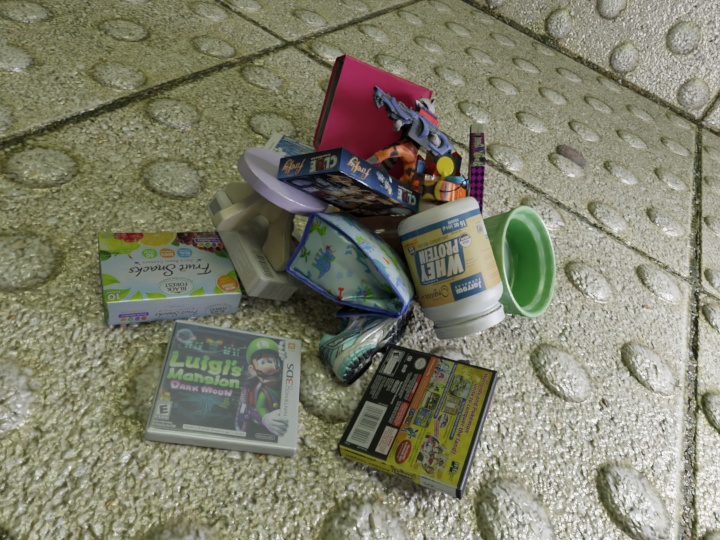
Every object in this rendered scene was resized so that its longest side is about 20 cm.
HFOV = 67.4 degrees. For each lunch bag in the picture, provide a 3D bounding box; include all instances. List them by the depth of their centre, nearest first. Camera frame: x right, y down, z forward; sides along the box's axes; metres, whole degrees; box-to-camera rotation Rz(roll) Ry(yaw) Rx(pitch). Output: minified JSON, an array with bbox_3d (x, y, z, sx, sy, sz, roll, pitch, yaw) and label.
[{"bbox_3d":[0.000,0.000,0.883,0.196,0.130,0.170,30,14,7],"label":"lunch bag"}]

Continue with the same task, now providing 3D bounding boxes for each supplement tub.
[{"bbox_3d":[0.153,-0.004,0.896,0.142,0.143,0.206,-19,91,-37],"label":"supplement tub"}]

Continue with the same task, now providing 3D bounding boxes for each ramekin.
[{"bbox_3d":[0.281,-0.013,1.023,0.196,0.096,0.208,7,80,-43],"label":"ramekin"}]

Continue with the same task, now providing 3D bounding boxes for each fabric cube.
[{"bbox_3d":[0.017,-0.334,1.179,0.193,0.202,0.201,14,17,-14],"label":"fabric cube"}]

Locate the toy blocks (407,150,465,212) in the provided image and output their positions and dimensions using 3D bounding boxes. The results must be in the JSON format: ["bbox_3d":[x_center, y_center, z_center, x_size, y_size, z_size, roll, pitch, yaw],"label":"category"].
[{"bbox_3d":[0.165,-0.192,1.155,0.196,0.142,0.098,0,13,-44],"label":"toy blocks"}]

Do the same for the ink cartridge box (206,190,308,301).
[{"bbox_3d":[-0.160,-0.037,0.944,0.174,0.045,0.203,14,39,-54],"label":"ink cartridge box"}]

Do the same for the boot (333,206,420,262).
[{"bbox_3d":[0.036,-0.086,1.031,0.161,0.073,0.206,-13,60,6],"label":"boot"}]

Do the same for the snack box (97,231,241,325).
[{"bbox_3d":[-0.298,0.006,0.841,0.194,0.054,0.144,-4,49,-30],"label":"snack box"}]

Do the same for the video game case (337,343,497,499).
[{"bbox_3d":[0.086,0.202,0.770,0.175,0.026,0.201,10,42,24],"label":"video game case"}]

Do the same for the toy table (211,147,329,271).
[{"bbox_3d":[-0.147,-0.108,0.876,0.197,0.117,0.186,16,36,-51],"label":"toy table"}]

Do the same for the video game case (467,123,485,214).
[{"bbox_3d":[0.251,-0.184,1.180,0.034,0.205,0.184,1,39,10],"label":"video game case"}]

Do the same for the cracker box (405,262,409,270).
[{"bbox_3d":[0.174,-0.015,1.074,0.134,0.059,0.198,42,44,20],"label":"cracker box"}]

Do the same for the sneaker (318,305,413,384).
[{"bbox_3d":[0.012,0.092,0.877,0.086,0.079,0.198,37,43,22],"label":"sneaker"}]

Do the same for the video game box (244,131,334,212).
[{"bbox_3d":[-0.126,-0.203,1.145,0.194,0.048,0.185,20,43,-3],"label":"video game box"}]

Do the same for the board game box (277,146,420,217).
[{"bbox_3d":[-0.014,-0.130,0.840,0.133,0.036,0.197,2,-11,41],"label":"board game box"}]

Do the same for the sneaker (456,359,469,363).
[{"bbox_3d":[0.148,0.226,0.809,0.101,0.061,0.203,0,43,-17],"label":"sneaker"}]

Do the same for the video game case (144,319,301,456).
[{"bbox_3d":[-0.181,0.160,0.758,0.193,0.024,0.185,11,43,-13],"label":"video game case"}]

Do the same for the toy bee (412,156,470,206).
[{"bbox_3d":[0.153,-0.156,1.030,0.105,0.201,0.135,7,71,9],"label":"toy bee"}]

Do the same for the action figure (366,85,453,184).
[{"bbox_3d":[0.073,-0.265,1.059,0.199,0.195,0.105,38,0,-19],"label":"action figure"}]
